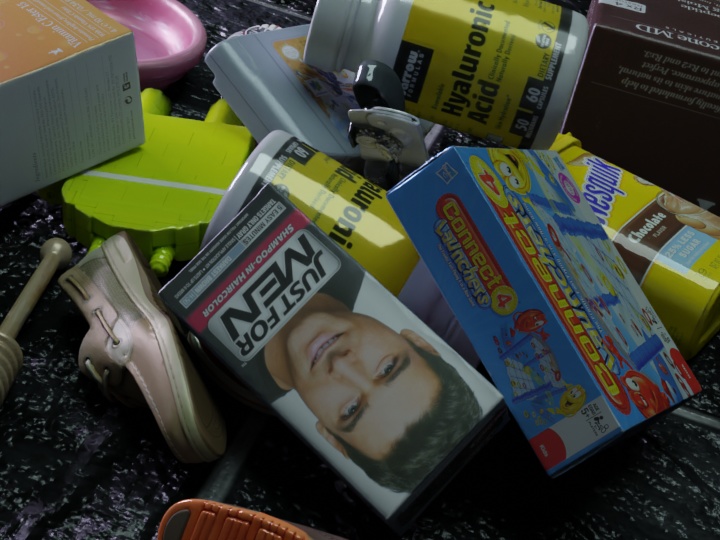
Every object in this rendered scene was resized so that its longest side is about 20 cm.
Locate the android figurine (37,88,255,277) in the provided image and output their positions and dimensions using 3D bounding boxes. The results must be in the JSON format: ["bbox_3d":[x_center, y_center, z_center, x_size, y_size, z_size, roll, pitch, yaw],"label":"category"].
[{"bbox_3d":[-0.148,-0.066,1.165,0.181,0.041,0.201,7,40,3],"label":"android figurine"}]

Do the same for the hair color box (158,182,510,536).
[{"bbox_3d":[-0.016,0.052,0.942,0.200,0.061,0.099,42,82,19],"label":"hair color box"}]

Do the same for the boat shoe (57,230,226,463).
[{"bbox_3d":[-0.138,0.056,0.974,0.064,0.071,0.200,-29,41,-4],"label":"boat shoe"}]

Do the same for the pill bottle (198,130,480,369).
[{"bbox_3d":[0.000,0.000,1.061,0.199,0.112,0.111,31,31,2],"label":"pill bottle"}]

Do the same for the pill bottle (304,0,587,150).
[{"bbox_3d":[0.063,-0.169,1.193,0.199,0.112,0.111,17,29,0],"label":"pill bottle"}]

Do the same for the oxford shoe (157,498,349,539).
[{"bbox_3d":[-0.014,0.174,0.832,0.199,0.072,0.073,25,11,9],"label":"oxford shoe"}]

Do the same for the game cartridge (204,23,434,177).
[{"bbox_3d":[-0.022,-0.135,1.246,0.133,0.042,0.200,49,34,13],"label":"game cartridge"}]

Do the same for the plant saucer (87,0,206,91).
[{"bbox_3d":[-0.236,-0.203,1.375,0.199,0.051,0.201,12,29,-7],"label":"plant saucer"}]

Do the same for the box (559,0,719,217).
[{"bbox_3d":[0.270,-0.159,1.416,0.165,0.165,0.200,17,29,3],"label":"box"}]

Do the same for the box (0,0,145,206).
[{"bbox_3d":[-0.272,-0.120,1.118,0.199,0.098,0.124,-28,46,-31],"label":"box"}]

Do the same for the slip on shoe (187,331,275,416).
[{"bbox_3d":[-0.018,0.066,1.005,0.199,0.062,0.074,23,32,16],"label":"slip on shoe"}]

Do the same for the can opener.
[{"bbox_3d":[0.031,-0.085,1.171,0.052,0.200,0.067,10,69,13],"label":"can opener"}]

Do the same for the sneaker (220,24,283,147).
[{"bbox_3d":[-0.087,-0.148,1.319,0.074,0.081,0.200,0,33,-19],"label":"sneaker"}]

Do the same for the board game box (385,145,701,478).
[{"bbox_3d":[0.124,0.018,1.008,0.201,0.056,0.196,60,23,10],"label":"board game box"}]

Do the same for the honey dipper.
[{"bbox_3d":[-0.220,0.029,1.007,0.038,0.038,0.200,14,25,-2],"label":"honey dipper"}]

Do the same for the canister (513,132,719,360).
[{"bbox_3d":[0.201,-0.022,1.233,0.199,0.087,0.148,29,33,20],"label":"canister"}]
